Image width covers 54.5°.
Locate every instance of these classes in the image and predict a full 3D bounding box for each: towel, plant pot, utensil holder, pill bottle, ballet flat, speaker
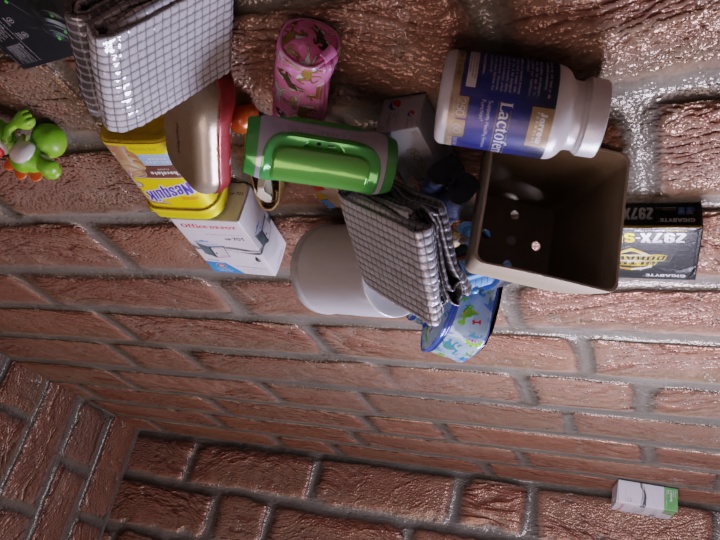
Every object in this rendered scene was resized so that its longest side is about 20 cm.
[{"bbox_3d":[-0.245,-0.279,0.826,0.085,0.200,0.166,40,151,12],"label":"towel"},{"bbox_3d":[0.249,-0.068,1.020,0.199,0.201,0.177,12,167,-5],"label":"plant pot"},{"bbox_3d":[0.000,0.000,1.230,0.170,0.171,0.199,34,161,-35],"label":"utensil holder"},{"bbox_3d":[0.196,-0.201,0.861,0.199,0.116,0.116,10,153,7],"label":"pill bottle"},{"bbox_3d":[-0.154,-0.167,1.145,0.068,0.063,0.200,9,153,8],"label":"ballet flat"},{"bbox_3d":[-0.054,-0.154,0.933,0.199,0.089,0.089,7,155,-11],"label":"speaker"},{"bbox_3d":[0.063,-0.037,0.997,0.200,0.085,0.166,29,141,50],"label":"towel"}]

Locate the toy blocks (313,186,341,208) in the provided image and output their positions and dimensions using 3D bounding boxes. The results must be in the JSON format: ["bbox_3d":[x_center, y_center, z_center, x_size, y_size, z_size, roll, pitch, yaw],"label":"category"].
[{"bbox_3d":[-0.024,-0.140,1.125,0.200,0.100,0.136,35,158,-34],"label":"toy blocks"}]

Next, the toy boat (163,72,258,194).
[{"bbox_3d":[-0.208,-0.218,1.023,0.131,0.130,0.201,45,145,29],"label":"toy boat"}]

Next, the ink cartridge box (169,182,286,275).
[{"bbox_3d":[-0.249,-0.077,1.340,0.146,0.086,0.200,4,153,18],"label":"ink cartridge box"}]

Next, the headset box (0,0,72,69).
[{"bbox_3d":[-0.398,-0.357,0.857,0.199,0.093,0.174,-3,148,29],"label":"headset box"}]

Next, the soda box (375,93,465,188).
[{"bbox_3d":[0.095,-0.166,1.030,0.068,0.064,0.200,-2,150,28],"label":"soda box"}]

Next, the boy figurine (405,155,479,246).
[{"bbox_3d":[0.109,-0.080,1.032,0.124,0.064,0.200,46,156,10],"label":"boy figurine"}]

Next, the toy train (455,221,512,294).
[{"bbox_3d":[0.182,-0.017,1.157,0.199,0.115,0.087,-15,160,-24],"label":"toy train"}]

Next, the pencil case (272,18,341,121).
[{"bbox_3d":[-0.076,-0.243,0.942,0.086,0.083,0.200,6,153,-5],"label":"pencil case"}]

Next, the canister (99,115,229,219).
[{"bbox_3d":[-0.327,-0.179,1.178,0.148,0.087,0.200,4,150,17],"label":"canister"}]

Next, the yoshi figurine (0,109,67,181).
[{"bbox_3d":[-0.595,-0.239,1.209,0.199,0.112,0.112,32,110,-6],"label":"yoshi figurine"}]

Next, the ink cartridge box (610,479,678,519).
[{"bbox_3d":[0.999,0.809,2.468,0.199,0.085,0.146,7,152,13],"label":"ink cartridge box"}]

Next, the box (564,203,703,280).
[{"bbox_3d":[0.438,-0.044,1.126,0.199,0.050,0.160,2,149,22],"label":"box"}]

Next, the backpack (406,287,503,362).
[{"bbox_3d":[0.166,0.056,1.275,0.146,0.201,0.183,17,154,-7],"label":"backpack"}]
